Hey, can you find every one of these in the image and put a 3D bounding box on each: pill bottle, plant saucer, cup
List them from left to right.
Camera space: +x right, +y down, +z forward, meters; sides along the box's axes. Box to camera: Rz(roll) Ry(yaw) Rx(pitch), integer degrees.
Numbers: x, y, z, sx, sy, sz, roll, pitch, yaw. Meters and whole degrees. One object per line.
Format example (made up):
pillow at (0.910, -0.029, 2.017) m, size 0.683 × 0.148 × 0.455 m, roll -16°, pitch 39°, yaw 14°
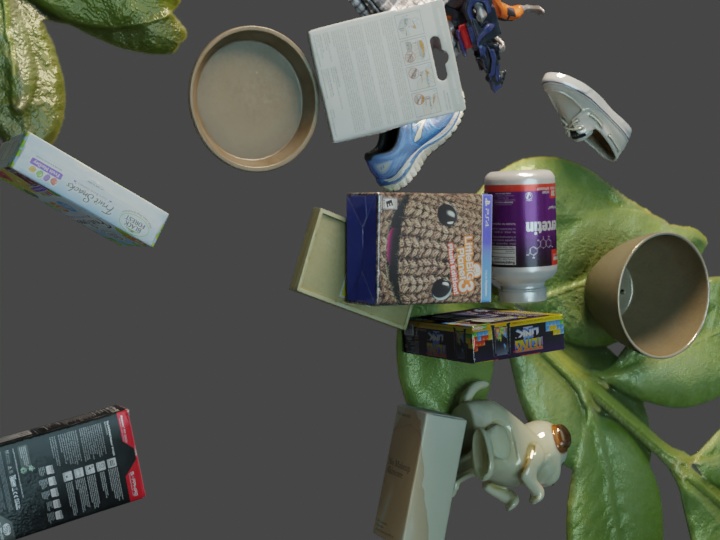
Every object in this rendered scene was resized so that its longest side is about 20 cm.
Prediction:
plant saucer at (-0.150, -0.239, 1.606) m, size 0.197 × 0.029 × 0.203 m, roll -2°, pitch 94°, yaw -28°
pill bottle at (0.251, -0.055, 1.789) m, size 0.111 × 0.112 × 0.203 m, roll -5°, pitch 96°, yaw -28°
cup at (0.453, 0.037, 1.888) m, size 0.198 × 0.143 × 0.204 m, roll -1°, pitch 93°, yaw -28°

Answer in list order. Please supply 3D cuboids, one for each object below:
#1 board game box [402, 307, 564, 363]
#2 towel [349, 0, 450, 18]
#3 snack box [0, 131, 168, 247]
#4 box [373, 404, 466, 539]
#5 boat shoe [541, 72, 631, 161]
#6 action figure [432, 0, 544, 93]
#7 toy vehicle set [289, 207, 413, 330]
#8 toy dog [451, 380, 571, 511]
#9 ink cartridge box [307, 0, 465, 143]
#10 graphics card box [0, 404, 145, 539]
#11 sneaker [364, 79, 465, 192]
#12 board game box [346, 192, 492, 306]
board game box at (0.180, 0.095, 1.710) m, size 0.163 × 0.199 × 0.058 m, roll -5°, pitch 93°, yaw -27°
towel at (0.069, -0.448, 1.682) m, size 0.166 × 0.085 × 0.201 m, roll 47°, pitch 72°, yaw -22°
snack box at (-0.355, -0.098, 1.437) m, size 0.199 × 0.142 × 0.054 m, roll 31°, pitch 79°, yaw -27°
box at (0.090, 0.312, 1.735) m, size 0.077 × 0.095 × 0.203 m, roll 13°, pitch 86°, yaw -28°
boat shoe at (0.362, -0.245, 1.867) m, size 0.199 × 0.071 × 0.071 m, roll 34°, pitch 74°, yaw -33°
action figure at (0.191, -0.383, 1.769) m, size 0.192 × 0.104 × 0.201 m, roll -34°, pitch 138°, yaw -17°
toy vehicle set at (0.000, 0.000, 1.703) m, size 0.198 × 0.026 × 0.126 m, roll 21°, pitch 82°, yaw -28°
toy dog at (0.234, 0.282, 1.805) m, size 0.198 × 0.140 × 0.196 m, roll 13°, pitch 50°, yaw -27°
ink cartridge box at (0.036, -0.284, 1.643) m, size 0.197 × 0.057 × 0.165 m, roll -14°, pitch 97°, yaw -1°
graphics card box at (-0.390, 0.263, 1.492) m, size 0.198 × 0.051 × 0.127 m, roll -15°, pitch 101°, yaw -28°
sneaker at (0.080, -0.215, 1.706) m, size 0.089 × 0.078 × 0.201 m, roll 46°, pitch 72°, yaw -25°
board game box at (0.086, -0.033, 1.678) m, size 0.197 × 0.096 × 0.162 m, roll -2°, pitch 93°, yaw -29°
